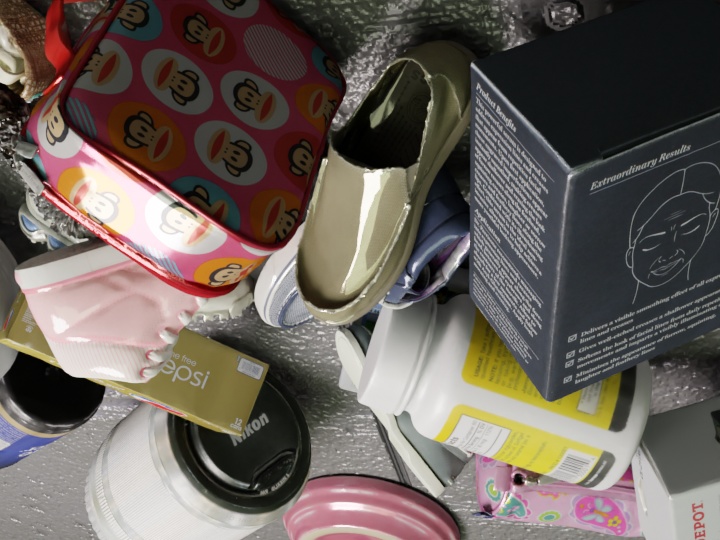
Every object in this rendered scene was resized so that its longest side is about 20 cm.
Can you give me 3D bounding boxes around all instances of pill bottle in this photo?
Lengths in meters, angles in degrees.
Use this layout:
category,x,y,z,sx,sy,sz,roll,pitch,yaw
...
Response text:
category,x,y,z,sx,sy,sz,roll,pitch,yaw
pill bottle,-0.345,0.129,0.990,0.112,0.112,0.200,38,134,-25
pill bottle,0.106,0.085,0.774,0.200,0.114,0.114,18,139,-4

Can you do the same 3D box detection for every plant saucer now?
category,x,y,z,sx,sy,sz,roll,pitch,yaw
plant saucer,0.008,0.300,1.127,0.200,0.051,0.201,9,139,8

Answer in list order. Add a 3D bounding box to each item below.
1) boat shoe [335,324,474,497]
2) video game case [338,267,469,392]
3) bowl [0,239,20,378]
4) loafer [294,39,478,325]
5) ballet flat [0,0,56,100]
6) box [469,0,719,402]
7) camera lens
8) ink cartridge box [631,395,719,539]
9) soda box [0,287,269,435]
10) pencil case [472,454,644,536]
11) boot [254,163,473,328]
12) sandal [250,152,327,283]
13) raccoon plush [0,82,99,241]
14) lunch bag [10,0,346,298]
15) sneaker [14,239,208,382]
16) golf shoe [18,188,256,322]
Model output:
category,x,y,z,sx,sy,sz,roll,pitch,yaw
boat shoe,0.042,0.112,0.881,0.062,0.073,0.200,-35,122,-9
video game case,0.090,0.067,0.863,0.200,0.022,0.182,14,139,2
bowl,-0.346,0.014,0.852,0.201,0.090,0.201,28,138,28
loafer,0.005,-0.057,0.645,0.076,0.068,0.200,32,104,28
ballet flat,-0.278,-0.182,0.656,0.200,0.065,0.070,37,133,-23
box,0.153,-0.041,0.610,0.148,0.107,0.200,-21,139,-14
camera lens,-0.154,0.184,0.958,0.160,0.160,0.200,32,136,-19
ink cartridge box,0.325,0.166,0.797,0.200,0.083,0.146,-17,127,2
soda box,-0.180,0.066,0.811,0.200,0.064,0.068,27,164,-21
pencil case,0.199,0.187,0.893,0.200,0.088,0.087,10,140,-12
boot,0.000,0.000,0.725,0.073,0.090,0.200,-2,143,-45
sandal,-0.070,-0.027,0.785,0.075,0.045,0.200,23,139,-7
raccoon plush,-0.157,-0.086,0.654,0.134,0.097,0.200,-18,168,16
lunch bag,-0.106,-0.100,0.597,0.176,0.200,0.082,35,134,-18
sneaker,-0.130,0.016,0.716,0.200,0.075,0.105,-17,101,-3
golf shoe,-0.166,-0.033,0.769,0.200,0.078,0.097,24,126,6
